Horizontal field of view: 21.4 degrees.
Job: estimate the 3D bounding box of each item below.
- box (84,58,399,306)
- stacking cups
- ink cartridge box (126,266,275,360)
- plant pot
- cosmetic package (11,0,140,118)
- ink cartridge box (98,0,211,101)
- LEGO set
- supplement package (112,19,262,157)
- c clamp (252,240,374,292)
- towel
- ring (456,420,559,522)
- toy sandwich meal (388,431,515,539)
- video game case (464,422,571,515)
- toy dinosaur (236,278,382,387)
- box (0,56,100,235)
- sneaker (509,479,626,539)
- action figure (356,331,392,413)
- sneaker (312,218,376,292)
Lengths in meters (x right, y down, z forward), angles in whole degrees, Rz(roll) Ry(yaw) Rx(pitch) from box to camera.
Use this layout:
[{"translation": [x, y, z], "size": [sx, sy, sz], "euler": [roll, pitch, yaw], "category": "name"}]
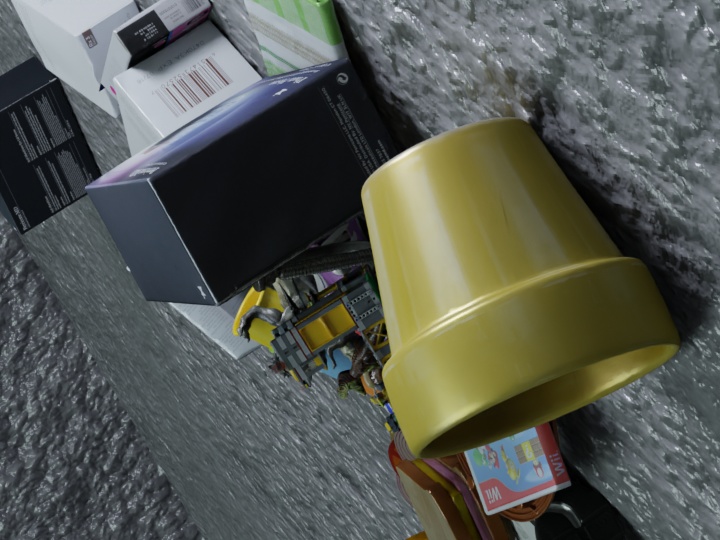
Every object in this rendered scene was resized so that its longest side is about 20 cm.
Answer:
[{"translation": [-0.097, -0.072, 1.573], "size": [0.124, 0.198, 0.200], "euler": [60, 160, -12], "category": "box"}, {"translation": [-0.025, 0.083, 1.839], "size": [0.200, 0.061, 0.060], "euler": [31, 169, -15], "category": "stacking cups"}, {"translation": [-0.134, 0.022, 1.972], "size": [0.200, 0.041, 0.200], "euler": [40, -163, -4], "category": "ink cartridge box"}, {"translation": [0.094, 0.006, 1.314], "size": [0.201, 0.200, 0.189], "euler": [113, 137, -71], "category": "plant pot"}, {"translation": [-0.299, -0.258, 2.099], "size": [0.200, 0.081, 0.113], "euler": [34, 154, 49], "category": "cosmetic package"}, {"translation": [-0.205, -0.218, 1.874], "size": [0.037, 0.095, 0.200], "euler": [55, 164, 0], "category": "ink cartridge box"}, {"translation": [-0.013, 0.078, 1.648], "size": [0.154, 0.116, 0.200], "euler": [58, -177, -17], "category": "LEGO set"}, {"translation": [-0.153, -0.124, 1.870], "size": [0.117, 0.117, 0.200], "euler": [48, 161, 24], "category": "supplement package"}, {"translation": [-0.031, -0.010, 1.633], "size": [0.171, 0.199, 0.027], "euler": [-154, 55, -74], "category": "c clamp"}, {"translation": [-0.037, -0.170, 1.618], "size": [0.149, 0.031, 0.200], "euler": [36, 152, 45], "category": "towel"}, {"translation": [0.111, 0.122, 1.650], "size": [0.200, 0.019, 0.201], "euler": [41, 139, 50], "category": "ring"}, {"translation": [0.075, 0.225, 1.830], "size": [0.205, 0.070, 0.205], "euler": [46, 155, 29], "category": "toy sandwich meal"}, {"translation": [0.106, 0.098, 1.600], "size": [0.143, 0.017, 0.201], "euler": [-37, 71, 65], "category": "video game case"}, {"translation": [-0.062, 0.046, 1.771], "size": [0.200, 0.088, 0.047], "euler": [47, -174, -13], "category": "toy dinosaur"}, {"translation": [-0.457, -0.169, 2.614], "size": [0.079, 0.141, 0.200], "euler": [40, 157, 42], "category": "box"}, {"translation": [0.187, 0.237, 1.709], "size": [0.201, 0.076, 0.115], "euler": [54, 175, 36], "category": "sneaker"}, {"translation": [0.033, 0.118, 1.931], "size": [0.200, 0.052, 0.065], "euler": [55, 160, 0], "category": "action figure"}, {"translation": [0.001, 0.000, 1.769], "size": [0.114, 0.073, 0.201], "euler": [38, 167, 38], "category": "sneaker"}]
